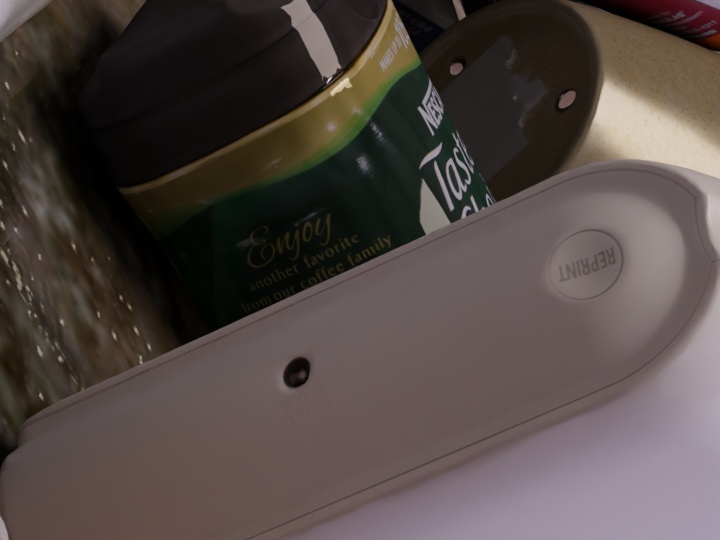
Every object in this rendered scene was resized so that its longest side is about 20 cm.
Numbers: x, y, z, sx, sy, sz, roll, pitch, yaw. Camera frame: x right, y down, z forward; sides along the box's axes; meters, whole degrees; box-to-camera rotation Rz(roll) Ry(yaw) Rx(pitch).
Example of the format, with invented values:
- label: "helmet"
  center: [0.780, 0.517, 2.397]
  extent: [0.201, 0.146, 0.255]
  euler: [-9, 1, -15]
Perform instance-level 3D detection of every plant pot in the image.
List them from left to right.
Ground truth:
- label: "plant pot"
  center: [0.096, 0.002, 0.988]
  extent: [0.200, 0.187, 0.188]
  euler: [37, 34, -39]

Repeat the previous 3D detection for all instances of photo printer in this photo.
- label: "photo printer"
  center: [0.038, 0.053, 0.725]
  extent: [0.166, 0.199, 0.070]
  euler: [40, 32, -52]

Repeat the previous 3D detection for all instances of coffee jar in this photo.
- label: "coffee jar"
  center: [0.000, 0.000, 0.854]
  extent: [0.201, 0.085, 0.104]
  euler: [60, 19, -16]

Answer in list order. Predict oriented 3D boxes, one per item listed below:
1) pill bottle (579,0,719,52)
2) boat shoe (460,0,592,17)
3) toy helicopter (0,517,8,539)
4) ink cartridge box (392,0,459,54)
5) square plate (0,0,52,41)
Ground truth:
- label: "pill bottle"
  center: [0.060, -0.149, 0.946]
  extent: [0.199, 0.113, 0.113]
  euler: [18, 45, -29]
- label: "boat shoe"
  center: [0.078, -0.066, 1.090]
  extent: [0.200, 0.070, 0.091]
  euler: [71, 7, -62]
- label: "toy helicopter"
  center: [-0.090, 0.027, 0.595]
  extent: [0.132, 0.078, 0.201]
  euler: [81, 4, -76]
- label: "ink cartridge box"
  center: [-0.045, -0.183, 1.014]
  extent: [0.196, 0.043, 0.201]
  euler: [19, 51, -63]
- label: "square plate"
  center: [-0.138, -0.136, 0.740]
  extent: [0.199, 0.028, 0.200]
  euler: [62, 20, -14]
